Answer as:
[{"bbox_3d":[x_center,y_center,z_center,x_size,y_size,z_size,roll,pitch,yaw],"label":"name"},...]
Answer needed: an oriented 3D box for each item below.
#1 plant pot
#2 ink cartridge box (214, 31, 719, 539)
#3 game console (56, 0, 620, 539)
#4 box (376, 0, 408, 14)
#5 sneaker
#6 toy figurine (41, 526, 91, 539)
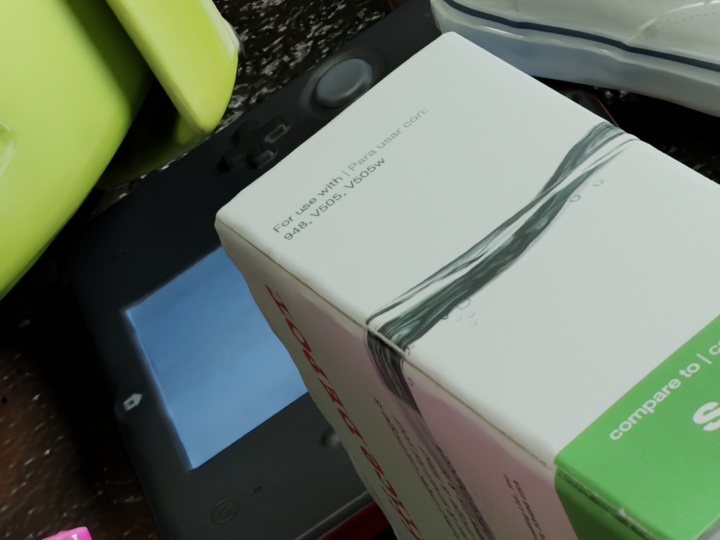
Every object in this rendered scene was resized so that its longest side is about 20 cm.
[{"bbox_3d":[-0.158,-0.071,0.924,0.181,0.200,0.199,-34,5,-15],"label":"plant pot"},{"bbox_3d":[0.068,0.047,0.707,0.083,0.147,0.200,-39,38,-12],"label":"ink cartridge box"},{"bbox_3d":[0.000,0.000,0.907,0.177,0.031,0.200,-31,36,1],"label":"game console"},{"bbox_3d":[0.066,-0.185,1.014,0.200,0.100,0.075,-30,36,2],"label":"box"},{"bbox_3d":[0.108,-0.088,0.872,0.199,0.071,0.073,7,39,24],"label":"sneaker"},{"bbox_3d":[-0.027,0.146,0.629,0.150,0.184,0.200,-25,37,9],"label":"toy figurine"}]
